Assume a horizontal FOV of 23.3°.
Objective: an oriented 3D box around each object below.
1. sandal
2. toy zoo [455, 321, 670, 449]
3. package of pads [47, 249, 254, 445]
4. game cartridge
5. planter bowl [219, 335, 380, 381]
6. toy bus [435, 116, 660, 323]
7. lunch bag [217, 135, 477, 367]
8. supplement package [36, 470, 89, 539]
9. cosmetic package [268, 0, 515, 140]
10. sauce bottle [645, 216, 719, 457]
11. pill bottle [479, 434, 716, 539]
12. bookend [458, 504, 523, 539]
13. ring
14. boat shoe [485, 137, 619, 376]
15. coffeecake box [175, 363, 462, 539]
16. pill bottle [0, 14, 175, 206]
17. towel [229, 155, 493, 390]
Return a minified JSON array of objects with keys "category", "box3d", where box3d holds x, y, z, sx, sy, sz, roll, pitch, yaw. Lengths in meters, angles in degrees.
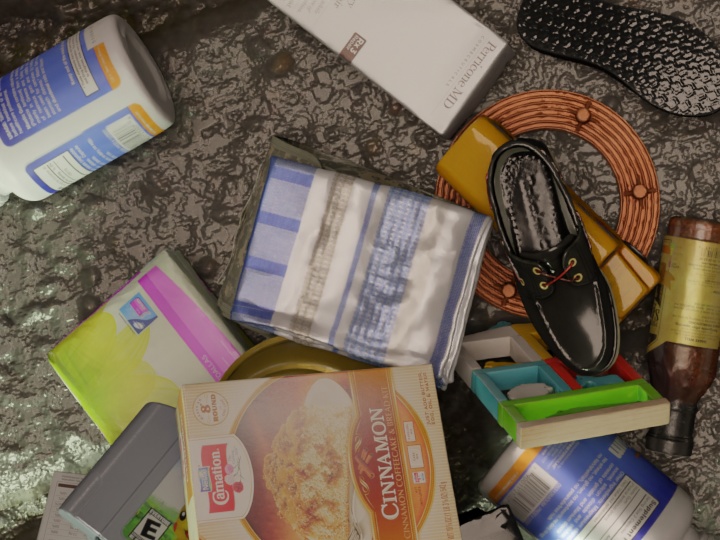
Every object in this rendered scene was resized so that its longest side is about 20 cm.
[{"category":"sandal","box3d":[0.232,-0.193,1.507,0.199,0.048,0.076,28,96,21]},{"category":"toy zoo","box3d":[0.154,0.085,1.450,0.130,0.200,0.021,-7,114,-15]},{"category":"package of pads","box3d":[-0.165,0.106,1.552,0.154,0.068,0.200,-40,84,6]},{"category":"game cartridge","box3d":[-0.119,0.198,1.369,0.199,0.041,0.134,35,62,8]},{"category":"planter bowl","box3d":[-0.047,0.159,1.445,0.199,0.083,0.202,4,105,13]},{"category":"toy bus","box3d":[0.159,-0.040,1.472,0.200,0.078,0.065,45,102,11]},{"category":"lunch bag","box3d":[-0.020,-0.010,1.506,0.199,0.118,0.165,21,100,13]},{"category":"supplement package","box3d":[-0.175,0.263,1.475,0.154,0.200,0.112,6,65,9]},{"category":"cosmetic package","box3d":[0.027,-0.213,1.521,0.199,0.074,0.102,37,96,8]},{"category":"sauce bottle","box3d":[0.276,0.056,1.485,0.065,0.066,0.202,10,90,9]},{"category":"pill bottle","box3d":[0.207,0.204,1.465,0.200,0.112,0.112,39,95,6]},{"category":"bookend","box3d":[0.041,0.273,1.474,0.197,0.200,0.093,-23,86,-4]},{"category":"ring","box3d":[0.162,-0.058,1.527,0.199,0.019,0.202,0,89,9]},{"category":"boat shoe","box3d":[0.152,-0.009,1.404,0.073,0.063,0.203,-20,87,15]},{"category":"coffeecake box","box3d":[-0.035,0.162,1.338,0.198,0.073,0.155,-4,68,-12]},{"category":"pill bottle","box3d":[-0.274,-0.132,1.548,0.199,0.112,0.113,-28,86,8]},{"category":"towel","box3d":[0.000,0.000,1.427,0.198,0.024,0.148,17,92,11]}]
